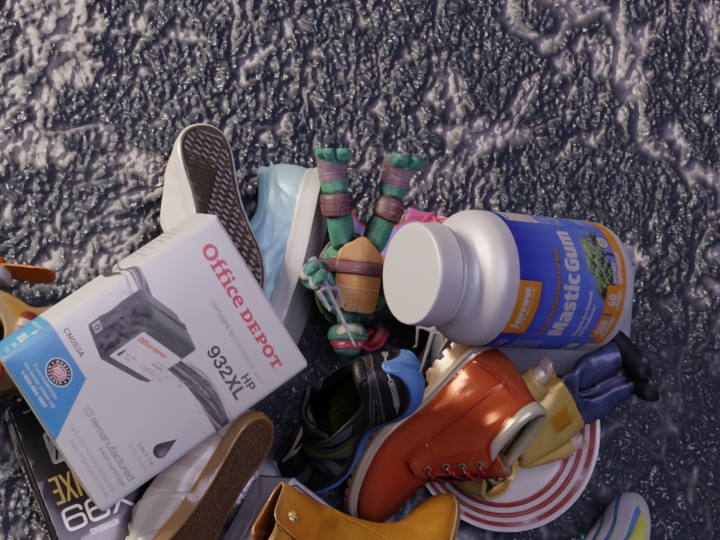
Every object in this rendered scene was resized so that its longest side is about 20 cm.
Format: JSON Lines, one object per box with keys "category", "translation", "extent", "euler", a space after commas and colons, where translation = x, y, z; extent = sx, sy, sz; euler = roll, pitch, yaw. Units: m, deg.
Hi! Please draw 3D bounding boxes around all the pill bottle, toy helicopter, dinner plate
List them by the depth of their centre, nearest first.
{"category": "pill bottle", "translation": [0.121, 0.008, 1.296], "extent": [0.198, 0.112, 0.114], "euler": [3, 75, -35]}
{"category": "toy helicopter", "translation": [-0.278, 0.041, 1.296], "extent": [0.198, 0.079, 0.134], "euler": [-9, 70, -33]}
{"category": "dinner plate", "translation": [0.129, 0.140, 1.433], "extent": [0.198, 0.024, 0.203], "euler": [6, 74, -19]}

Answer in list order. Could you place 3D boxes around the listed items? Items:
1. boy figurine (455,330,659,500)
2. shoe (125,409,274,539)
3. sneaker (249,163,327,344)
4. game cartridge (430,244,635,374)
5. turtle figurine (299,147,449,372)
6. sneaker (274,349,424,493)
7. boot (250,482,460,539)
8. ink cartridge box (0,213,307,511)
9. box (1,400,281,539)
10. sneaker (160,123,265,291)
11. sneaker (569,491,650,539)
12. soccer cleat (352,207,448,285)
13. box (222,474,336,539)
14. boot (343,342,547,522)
{"category": "boy figurine", "translation": [0.165, 0.129, 1.381], "extent": [0.199, 0.064, 0.125], "euler": [-31, 132, -11]}
{"category": "shoe", "translation": [-0.144, 0.194, 1.253], "extent": [0.053, 0.070, 0.201], "euler": [23, 67, 32]}
{"category": "sneaker", "translation": [-0.084, 0.002, 1.377], "extent": [0.081, 0.074, 0.202], "euler": [11, 76, 15]}
{"category": "game cartridge", "translation": [0.156, 0.041, 1.412], "extent": [0.198, 0.040, 0.135], "euler": [1, 94, -23]}
{"category": "turtle figurine", "translation": [0.000, 0.000, 1.332], "extent": [0.148, 0.100, 0.203], "euler": [4, 88, -37]}
{"category": "sneaker", "translation": [-0.025, 0.123, 1.293], "extent": [0.082, 0.200, 0.071], "euler": [7, 54, -32]}
{"category": "boot", "translation": [-0.008, 0.211, 1.235], "extent": [0.144, 0.071, 0.202], "euler": [42, 44, -8]}
{"category": "ink cartridge box", "translation": [-0.164, 0.068, 1.224], "extent": [0.199, 0.084, 0.146], "euler": [-34, 102, -14]}
{"category": "box", "translation": [-0.180, 0.156, 1.301], "extent": [0.198, 0.050, 0.159], "euler": [-20, 84, -24]}
{"category": "sneaker", "translation": [-0.131, -0.018, 1.343], "extent": [0.072, 0.085, 0.203], "euler": [0, 71, -24]}
{"category": "sneaker", "translation": [0.185, 0.274, 1.391], "extent": [0.104, 0.076, 0.202], "euler": [30, 69, -10]}
{"category": "soccer cleat", "translation": [0.075, -0.025, 1.430], "extent": [0.197, 0.067, 0.078], "euler": [-5, 93, -16]}
{"category": "box", "translation": [-0.027, 0.273, 1.293], "extent": [0.200, 0.060, 0.117], "euler": [39, 66, -25]}
{"category": "boot", "translation": [0.071, 0.158, 1.328], "extent": [0.200, 0.075, 0.107], "euler": [-50, 63, 11]}
